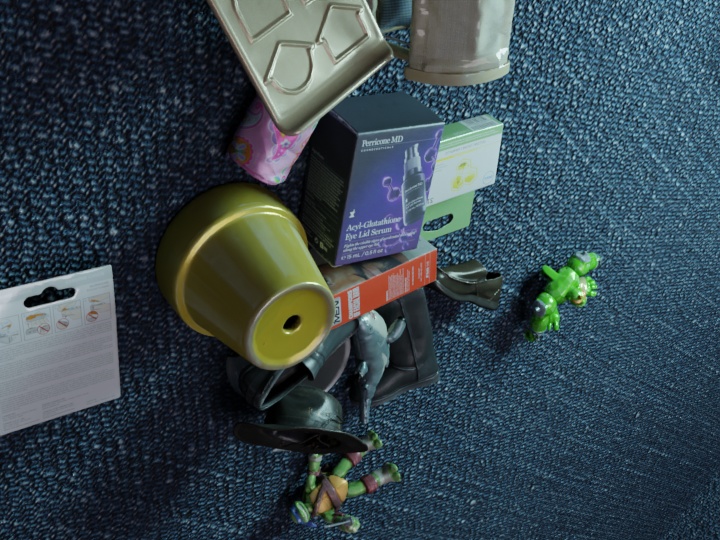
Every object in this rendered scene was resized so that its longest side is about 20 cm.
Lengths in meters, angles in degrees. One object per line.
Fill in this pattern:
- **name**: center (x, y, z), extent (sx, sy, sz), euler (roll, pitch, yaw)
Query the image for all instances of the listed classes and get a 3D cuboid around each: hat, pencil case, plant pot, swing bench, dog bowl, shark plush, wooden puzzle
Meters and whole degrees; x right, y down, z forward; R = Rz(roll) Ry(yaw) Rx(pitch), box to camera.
- **hat**: center (-0.083, 0.213, 1.361), extent (0.200, 0.198, 0.082), euler (30, 60, -48)
- **pencil case**: center (-0.085, -0.202, 1.137), extent (0.087, 0.087, 0.201), euler (15, 111, -46)
- **plant pot**: center (-0.132, 0.020, 1.187), extent (0.199, 0.189, 0.203), euler (-23, 135, -26)
- **swing bench**: center (0.079, -0.340, 1.075), extent (0.128, 0.200, 0.201), euler (-21, 133, -27)
- **dog bowl**: center (-0.101, 0.129, 1.399), extent (0.198, 0.059, 0.202), euler (-22, 133, -26)
- **shark plush**: center (0.000, 0.142, 1.441), extent (0.083, 0.090, 0.202), euler (-49, 158, -58)
- **wooden puzzle**: center (-0.073, -0.275, 1.018), extent (0.185, 0.046, 0.201), euler (-44, 114, -29)

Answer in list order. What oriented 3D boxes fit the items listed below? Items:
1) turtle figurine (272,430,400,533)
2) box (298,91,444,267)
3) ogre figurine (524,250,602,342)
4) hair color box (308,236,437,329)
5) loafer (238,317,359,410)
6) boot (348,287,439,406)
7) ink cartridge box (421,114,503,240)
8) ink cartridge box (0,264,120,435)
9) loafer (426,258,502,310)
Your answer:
- **turtle figurine**: center (-0.028, 0.357, 1.577), extent (0.193, 0.144, 0.202), euler (-30, 140, -25)
- **box**: center (0.011, -0.125, 1.259), extent (0.146, 0.104, 0.202), euler (-14, 130, -32)
- **ogre figurine**: center (0.368, 0.038, 1.710), extent (0.198, 0.099, 0.120), euler (-31, 157, 5)
- **hair color box**: center (0.000, 0.000, 1.344), extent (0.198, 0.111, 0.065), euler (-25, 134, -24)
- **loafer**: center (-0.078, 0.125, 1.317), extent (0.199, 0.070, 0.069), euler (-35, 138, -14)
- **boot**: center (0.040, 0.113, 1.499), extent (0.163, 0.066, 0.202), euler (-20, 130, -8)
- **ink cartridge box**: center (0.137, -0.124, 1.414), extent (0.144, 0.048, 0.202), euler (-20, 130, -29)
- **ink cartridge box**: center (-0.380, 0.089, 1.144), extent (0.158, 0.047, 0.203), euler (-15, 125, -31)
- **loafer**: center (0.166, 0.011, 1.536), extent (0.199, 0.073, 0.072), euler (16, 99, -49)
